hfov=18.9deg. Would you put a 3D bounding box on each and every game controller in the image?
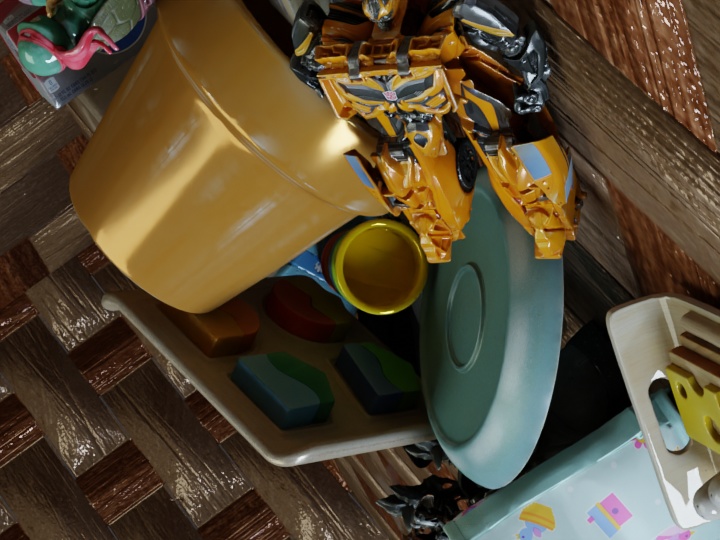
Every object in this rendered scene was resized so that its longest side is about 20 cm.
[{"bbox_3d":[0.024,0.055,1.605,0.201,0.042,0.105,-96,-12,-53],"label":"game controller"}]

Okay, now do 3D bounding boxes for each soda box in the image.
[{"bbox_3d":[-0.150,-0.198,1.467,0.070,0.199,0.063,59,171,-27],"label":"soda box"}]

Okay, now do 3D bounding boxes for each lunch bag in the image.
[{"bbox_3d":[0.152,0.178,1.358,0.201,0.169,0.122,60,179,-38],"label":"lunch bag"}]

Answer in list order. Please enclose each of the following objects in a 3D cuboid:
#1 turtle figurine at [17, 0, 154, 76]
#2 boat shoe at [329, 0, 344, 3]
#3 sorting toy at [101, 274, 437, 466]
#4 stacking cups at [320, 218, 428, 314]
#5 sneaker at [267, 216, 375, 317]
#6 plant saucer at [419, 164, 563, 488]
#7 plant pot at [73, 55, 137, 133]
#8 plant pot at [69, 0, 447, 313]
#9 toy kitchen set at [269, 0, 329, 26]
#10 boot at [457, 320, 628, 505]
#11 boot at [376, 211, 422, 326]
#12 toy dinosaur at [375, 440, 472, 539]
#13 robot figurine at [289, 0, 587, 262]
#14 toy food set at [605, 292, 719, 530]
[{"bbox_3d":[-0.164,-0.182,1.271,0.101,0.201,0.149,45,151,-18],"label":"turtle figurine"},{"bbox_3d":[0.012,-0.165,1.171,0.068,0.071,0.201,57,170,31],"label":"boat shoe"},{"bbox_3d":[-0.042,0.054,1.391,0.184,0.037,0.200,-5,-146,-48],"label":"sorting toy"},{"bbox_3d":[0.000,0.000,1.443,0.061,0.060,0.200,55,173,-3],"label":"stacking cups"},{"bbox_3d":[-0.051,0.006,1.601,0.079,0.201,0.130,37,162,-21],"label":"sneaker"},{"bbox_3d":[0.072,0.029,1.297,0.200,0.027,0.202,-175,90,-73],"label":"plant saucer"},{"bbox_3d":[-0.112,-0.138,1.593,0.201,0.174,0.200,52,172,10],"label":"plant pot"},{"bbox_3d":[-0.076,-0.080,1.333,0.200,0.183,0.201,38,-159,-18],"label":"plant pot"},{"bbox_3d":[-0.110,-0.239,1.213,0.200,0.163,0.181,48,169,40],"label":"toy kitchen set"},{"bbox_3d":[0.118,0.115,1.441,0.068,0.130,0.200,49,171,24],"label":"boot"},{"bbox_3d":[0.060,-0.003,1.545,0.155,0.073,0.204,64,177,-8],"label":"boot"},{"bbox_3d":[0.075,0.188,1.481,0.199,0.102,0.136,9,-137,-43],"label":"toy dinosaur"},{"bbox_3d":[0.044,-0.080,1.157,0.144,0.059,0.200,-3,147,27],"label":"robot figurine"},{"bbox_3d":[0.196,0.103,1.102,0.200,0.060,0.145,31,145,64],"label":"toy food set"}]
